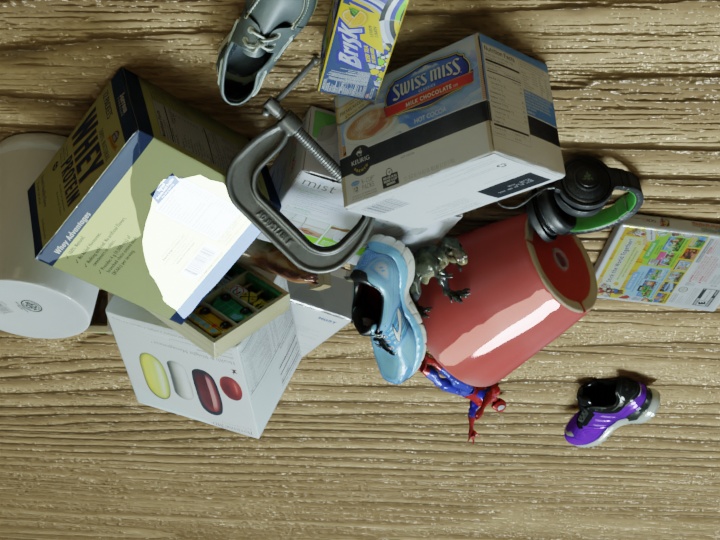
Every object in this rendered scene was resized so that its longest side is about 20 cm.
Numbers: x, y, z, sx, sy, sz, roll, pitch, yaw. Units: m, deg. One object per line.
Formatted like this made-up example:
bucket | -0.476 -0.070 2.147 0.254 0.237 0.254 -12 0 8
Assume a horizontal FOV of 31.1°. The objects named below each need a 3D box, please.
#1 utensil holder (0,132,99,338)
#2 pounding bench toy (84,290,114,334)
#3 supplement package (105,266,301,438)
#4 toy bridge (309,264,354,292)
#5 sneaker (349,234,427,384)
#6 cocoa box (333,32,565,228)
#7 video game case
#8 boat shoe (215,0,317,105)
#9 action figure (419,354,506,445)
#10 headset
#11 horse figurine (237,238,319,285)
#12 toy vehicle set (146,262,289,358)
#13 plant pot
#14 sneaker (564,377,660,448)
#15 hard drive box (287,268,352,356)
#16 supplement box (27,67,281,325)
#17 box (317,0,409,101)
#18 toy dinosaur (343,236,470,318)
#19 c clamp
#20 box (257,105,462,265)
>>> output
utensil holder | -0.389 -0.039 1.590 0.169 0.201 0.170 4 152 2
pounding bench toy | -0.362 0.027 1.780 0.155 0.125 0.200 -1 176 15
supplement package | -0.200 0.086 1.700 0.191 0.147 0.200 14 142 18
toy bridge | 0.000 0.000 1.716 0.027 0.068 0.200 -16 163 37
sneaker | 0.019 0.058 1.535 0.078 0.090 0.201 14 131 34
cocoa box | 0.090 -0.141 1.353 0.200 0.132 0.133 -18 161 38
video game case | 0.402 -0.008 1.681 0.181 0.023 0.200 7 153 -2
boat shoe | -0.096 -0.236 1.312 0.073 0.062 0.200 17 150 -20
action figure | 0.157 0.209 2.057 0.200 0.099 0.065 23 149 -33
headset | 0.238 -0.096 1.524 0.199 0.094 0.123 5 152 -32
horse figurine | -0.134 -0.039 1.609 0.199 0.133 0.050 23 119 0
toy vehicle set | -0.200 0.021 1.588 0.200 0.124 0.027 31 138 30
plant pot | 0.186 0.023 1.627 0.200 0.201 0.177 29 135 -36
sneaker | 0.375 0.216 2.063 0.099 0.070 0.200 26 142 -21
hard drive box | -0.120 0.052 1.835 0.155 0.077 0.200 20 149 -24
supplement box | -0.236 -0.081 1.470 0.199 0.134 0.200 28 114 -35
box | 0.006 -0.252 1.254 0.064 0.070 0.200 8 152 -8
toy dinosaur | 0.074 0.012 1.552 0.200 0.047 0.088 -20 114 45
c clamp | -0.052 -0.100 1.405 0.171 0.027 0.200 -39 108 2
box | -0.001 -0.087 1.534 0.199 0.097 0.177 15 150 -16
